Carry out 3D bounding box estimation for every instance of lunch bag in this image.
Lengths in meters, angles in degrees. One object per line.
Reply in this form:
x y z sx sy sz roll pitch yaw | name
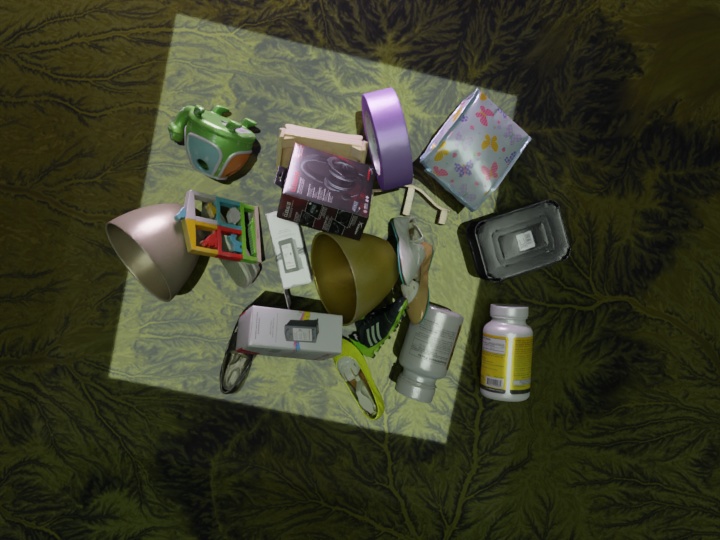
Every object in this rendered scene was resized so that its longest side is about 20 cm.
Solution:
0.240 -0.255 1.469 0.169 0.127 0.202 37 80 -7 | lunch bag

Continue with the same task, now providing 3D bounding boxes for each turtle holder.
-0.318 -0.274 1.419 0.182 0.141 0.134 17 109 -14 | turtle holder

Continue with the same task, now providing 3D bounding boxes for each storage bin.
0.348 -0.066 1.502 0.196 0.094 0.138 -17 94 -2 | storage bin

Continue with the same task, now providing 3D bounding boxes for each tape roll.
0.055 -0.273 1.414 0.064 0.200 0.205 -12 94 -3 | tape roll

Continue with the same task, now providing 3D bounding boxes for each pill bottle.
0.326 0.179 1.503 0.110 0.112 0.205 3 93 -4 | pill bottle
0.146 0.179 1.488 0.112 0.114 0.204 18 92 -5 | pill bottle

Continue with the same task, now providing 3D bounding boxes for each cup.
-0.410 -0.058 1.411 0.201 0.200 0.143 49 63 -5 | cup

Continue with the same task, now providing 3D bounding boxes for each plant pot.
0.000 0.000 1.445 0.140 0.199 0.204 -17 94 -27 | plant pot

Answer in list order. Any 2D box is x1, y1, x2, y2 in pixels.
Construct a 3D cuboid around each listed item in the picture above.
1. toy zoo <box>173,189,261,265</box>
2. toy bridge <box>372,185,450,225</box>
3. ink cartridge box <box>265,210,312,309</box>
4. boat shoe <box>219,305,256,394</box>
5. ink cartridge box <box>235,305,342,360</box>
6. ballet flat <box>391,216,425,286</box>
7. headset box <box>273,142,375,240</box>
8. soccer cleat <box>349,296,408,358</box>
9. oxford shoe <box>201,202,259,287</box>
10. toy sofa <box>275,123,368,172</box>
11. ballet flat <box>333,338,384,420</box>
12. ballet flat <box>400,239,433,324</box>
-0.297 -0.091 1.408 0.197 0.020 0.134 10 65 -42 | toy zoo
0.108 -0.156 1.511 0.196 0.027 0.069 13 91 -5 | toy bridge
-0.147 -0.029 1.454 0.066 0.116 0.204 -13 95 -2 | ink cartridge box
-0.258 0.178 1.482 0.072 0.065 0.204 16 91 -3 | boat shoe
-0.151 0.135 1.420 0.196 0.147 0.088 7 75 -21 | ink cartridge box
0.106 -0.052 1.440 0.068 0.202 0.070 -2 131 -3 | ballet flat
-0.077 -0.163 1.375 0.196 0.078 0.151 16 50 -9 | headset box
0.036 0.115 1.456 0.081 0.068 0.201 37 134 3 | soccer cleat
-0.284 -0.058 1.476 0.057 0.075 0.202 -28 86 -46 | oxford shoe
-0.085 -0.253 1.474 0.195 0.098 0.084 8 117 -5 | toy sofa
-0.007 0.244 1.500 0.066 0.067 0.202 -28 96 17 | ballet flat
0.115 0.021 1.464 0.062 0.068 0.203 28 51 -24 | ballet flat
